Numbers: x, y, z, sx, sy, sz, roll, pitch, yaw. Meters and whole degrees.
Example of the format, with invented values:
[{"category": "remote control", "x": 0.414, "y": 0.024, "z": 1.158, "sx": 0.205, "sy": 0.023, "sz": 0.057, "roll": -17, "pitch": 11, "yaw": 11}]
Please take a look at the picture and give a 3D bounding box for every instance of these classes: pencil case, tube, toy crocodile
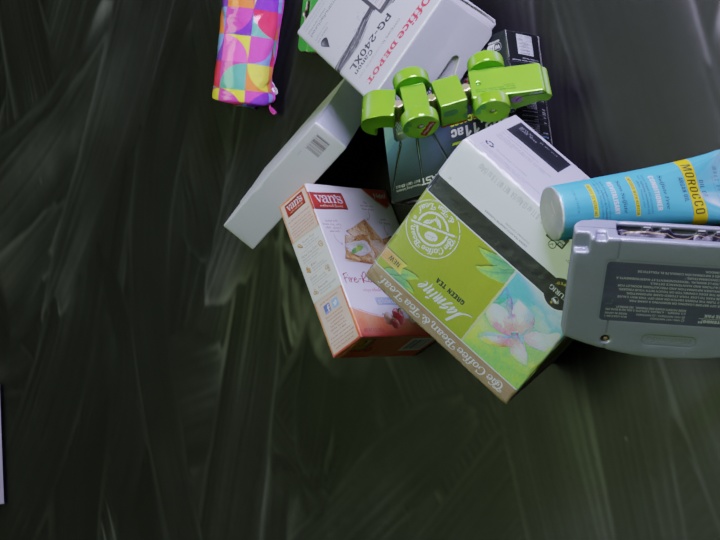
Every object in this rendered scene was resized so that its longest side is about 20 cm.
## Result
[{"category": "pencil case", "x": -0.141, "y": -0.304, "z": 1.811, "sx": 0.088, "sy": 0.088, "sz": 0.200, "roll": 12, "pitch": 100, "yaw": 45}, {"category": "tube", "x": 0.268, "y": -0.066, "z": 1.314, "sx": 0.050, "sy": 0.200, "sz": 0.078, "roll": 137, "pitch": 122, "yaw": -69}, {"category": "toy crocodile", "x": 0.097, "y": -0.175, "z": 1.446, "sx": 0.062, "sy": 0.200, "sz": 0.068, "roll": 79, "pitch": 180, "yaw": -60}]

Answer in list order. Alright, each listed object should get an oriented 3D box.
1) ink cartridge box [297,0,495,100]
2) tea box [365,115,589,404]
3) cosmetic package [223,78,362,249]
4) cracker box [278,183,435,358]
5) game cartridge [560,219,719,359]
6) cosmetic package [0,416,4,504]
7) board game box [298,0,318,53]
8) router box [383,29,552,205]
[{"category": "ink cartridge box", "x": 0.036, "y": -0.267, "z": 1.549, "sx": 0.145, "sy": 0.083, "sz": 0.200, "roll": -55, "pitch": 40, "yaw": 12}, {"category": "tea box", "x": 0.152, "y": -0.013, "z": 1.420, "sx": 0.200, "sy": 0.134, "sz": 0.197, "roll": 42, "pitch": 122, "yaw": 12}, {"category": "cosmetic package", "x": -0.069, "y": -0.135, "z": 1.687, "sx": 0.052, "sy": 0.151, "sz": 0.200, "roll": 38, "pitch": 127, "yaw": -10}, {"category": "cracker box", "x": 0.000, "y": 0.000, "z": 1.616, "sx": 0.058, "sy": 0.134, "sz": 0.200, "roll": -39, "pitch": 63, "yaw": 38}, {"category": "game cartridge", "x": 0.288, "y": 0.020, "z": 1.286, "sx": 0.041, "sy": 0.200, "sz": 0.133, "roll": -82, "pitch": -4, "yaw": -59}, {"category": "cosmetic package", "x": -0.649, "y": 0.288, "z": 2.311, "sx": 0.108, "sy": 0.085, "sz": 0.200, "roll": -11, "pitch": 82, "yaw": 48}, {"category": "board game box", "x": 0.001, "y": -0.310, "z": 1.701, "sx": 0.200, "sy": 0.030, "sz": 0.096, "roll": 10, "pitch": 96, "yaw": 43}, {"category": "router box", "x": 0.114, "y": -0.164, "z": 1.555, "sx": 0.200, "sy": 0.062, "sz": 0.150, "roll": -15, "pitch": 79, "yaw": 44}]
